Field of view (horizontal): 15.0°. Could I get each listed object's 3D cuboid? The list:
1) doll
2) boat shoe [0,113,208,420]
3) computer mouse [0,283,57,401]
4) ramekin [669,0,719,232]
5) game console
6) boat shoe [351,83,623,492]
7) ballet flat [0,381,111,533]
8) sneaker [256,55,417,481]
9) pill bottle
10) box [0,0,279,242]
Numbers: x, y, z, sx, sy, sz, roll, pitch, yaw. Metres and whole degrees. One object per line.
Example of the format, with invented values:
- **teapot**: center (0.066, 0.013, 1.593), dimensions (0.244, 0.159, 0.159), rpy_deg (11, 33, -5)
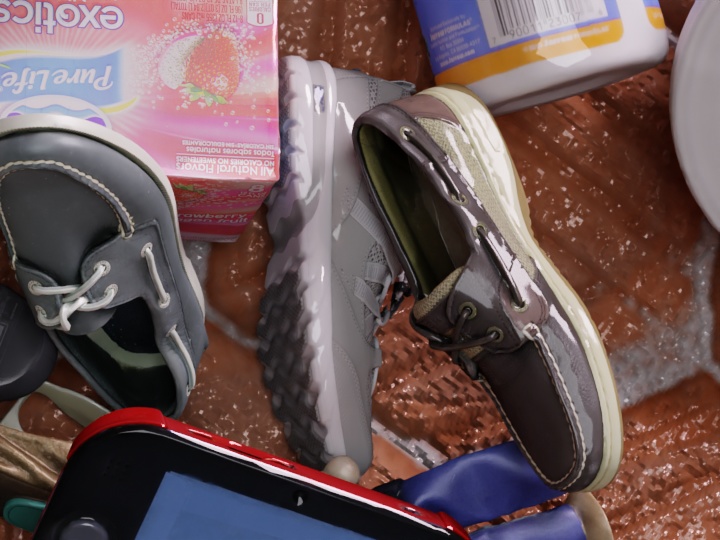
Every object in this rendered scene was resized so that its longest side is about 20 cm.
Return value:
- **doll**: center (0.016, 0.137, 1.262), dimensions (0.200, 0.048, 0.137), rpy_deg (-18, 118, -7)
- **boat shoe**: center (-0.112, 0.002, 1.182), dimensions (0.073, 0.200, 0.062), rpy_deg (-7, 59, 11)
- **computer mouse**: center (-0.230, 0.009, 1.210), dimensions (0.200, 0.034, 0.059), rpy_deg (23, 68, -2)
- **ramekin**: center (0.244, -0.098, 1.289), dimensions (0.202, 0.094, 0.203), rpy_deg (1, 117, 3)
- **game console**: center (-0.060, 0.162, 1.220), dimensions (0.200, 0.031, 0.177), rpy_deg (21, 107, -14)
- **boat shoe**: center (0.051, 0.013, 1.222), dimensions (0.065, 0.073, 0.200), rpy_deg (-13, 69, -34)
- **ballet flat**: center (-0.163, 0.080, 1.233), dimensions (0.200, 0.068, 0.072), rpy_deg (14, 61, -12)
- **sneaker**: center (0.000, 0.000, 1.269), dimensions (0.082, 0.075, 0.200), rpy_deg (-1, 89, -21)
- **pill bottle**: center (0.067, -0.179, 1.284), dimensions (0.112, 0.112, 0.200), rpy_deg (-15, 87, -14)
- **box**: center (-0.141, -0.074, 1.222), dimensions (0.200, 0.103, 0.095), rpy_deg (3, 74, -14)
